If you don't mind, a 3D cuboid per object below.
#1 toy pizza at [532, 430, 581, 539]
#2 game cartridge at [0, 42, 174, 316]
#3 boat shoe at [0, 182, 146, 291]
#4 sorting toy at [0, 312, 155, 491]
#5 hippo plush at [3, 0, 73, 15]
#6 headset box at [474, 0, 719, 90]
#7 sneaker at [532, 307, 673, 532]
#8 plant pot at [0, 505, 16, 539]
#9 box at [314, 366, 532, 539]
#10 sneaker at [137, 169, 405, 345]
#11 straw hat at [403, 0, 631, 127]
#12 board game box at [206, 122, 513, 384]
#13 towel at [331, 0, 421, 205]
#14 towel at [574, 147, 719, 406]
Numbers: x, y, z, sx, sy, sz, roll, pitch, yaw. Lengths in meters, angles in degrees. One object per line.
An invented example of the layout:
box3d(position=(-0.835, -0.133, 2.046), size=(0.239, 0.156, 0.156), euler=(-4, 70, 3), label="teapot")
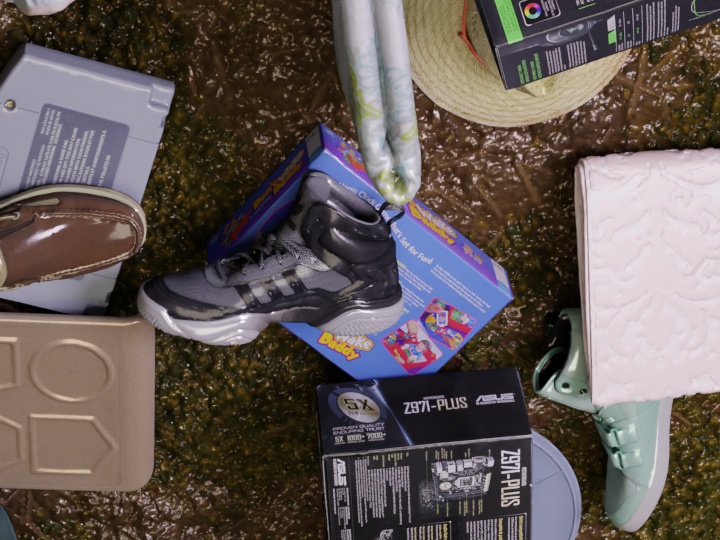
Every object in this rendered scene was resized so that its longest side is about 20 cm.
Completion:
box3d(position=(0.085, 0.201, 1.671), size=(0.198, 0.032, 0.202), euler=(-2, 120, -4), label="toy pizza")
box3d(position=(-0.226, -0.066, 1.478), size=(0.132, 0.042, 0.201), euler=(16, 117, -11), label="game cartridge")
box3d(position=(-0.253, -0.011, 1.444), size=(0.200, 0.075, 0.075), euler=(-7, 121, -3), label="boat shoe")
box3d(position=(-0.259, 0.099, 1.557), size=(0.198, 0.037, 0.186), euler=(-1, 131, -8), label="sorting toy")
box3d(position=(-0.196, -0.285, 1.317), size=(0.160, 0.159, 0.201), euler=(-32, 140, -23), label="hippo plush")
box3d(position=(0.147, -0.237, 1.336), size=(0.198, 0.176, 0.093), euler=(-17, 165, 5), label="headset box")
box3d(position=(0.187, 0.115, 1.607), size=(0.117, 0.074, 0.202), euler=(0, 111, -14), label="sneaker")
box3d(position=(-0.328, 0.276, 1.569), size=(0.140, 0.201, 0.143), euler=(2, 120, -7), label="plant pot")
box3d(position=(0.051, 0.185, 1.581), size=(0.162, 0.086, 0.202), euler=(-5, 126, -2), label="box")
box3d(position=(-0.062, -0.013, 1.455), size=(0.198, 0.076, 0.115), euler=(-1, 120, -13), label="sneaker")
box3d(position=(0.117, -0.175, 1.425), size=(0.199, 0.085, 0.203), euler=(-3, 120, -5), label="straw hat")
box3d(position=(0.000, 0.000, 1.536), size=(0.199, 0.045, 0.134), euler=(38, 110, -24), label="board game box")
box3d(position=(0.003, -0.170, 1.365), size=(0.048, 0.172, 0.202), euler=(-8, 122, 0), label="towel")
box3d(position=(0.262, 0.000, 1.539), size=(0.198, 0.032, 0.193), euler=(-5, 103, -12), label="towel")
